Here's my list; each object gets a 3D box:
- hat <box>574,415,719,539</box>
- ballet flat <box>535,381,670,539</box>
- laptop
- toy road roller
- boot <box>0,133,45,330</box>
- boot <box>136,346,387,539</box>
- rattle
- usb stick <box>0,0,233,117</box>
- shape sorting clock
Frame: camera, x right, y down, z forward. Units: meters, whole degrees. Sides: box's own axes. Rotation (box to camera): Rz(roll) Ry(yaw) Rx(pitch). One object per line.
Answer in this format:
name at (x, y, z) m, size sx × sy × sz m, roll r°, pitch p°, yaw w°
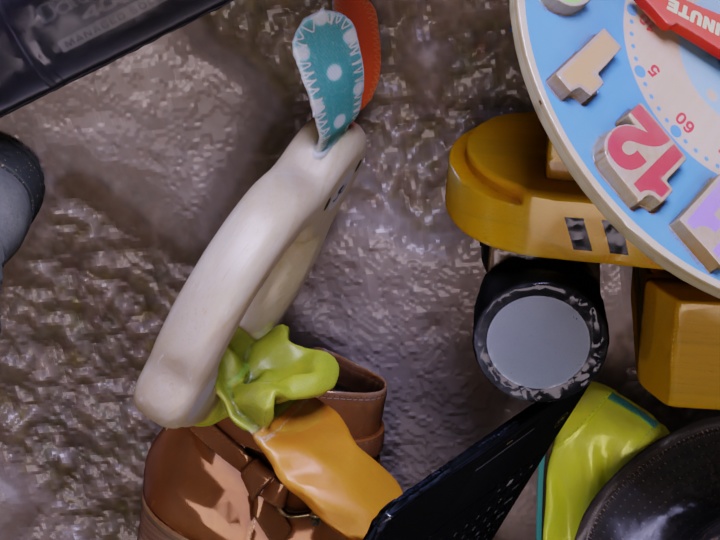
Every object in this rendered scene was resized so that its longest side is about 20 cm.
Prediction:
hat at (0.183, 0.157, 0.822) m, size 0.200 × 0.081 × 0.202 m, roll -1°, pitch 81°, yaw 7°
ballet flat at (0.113, 0.148, 0.931) m, size 0.067 × 0.067 × 0.201 m, roll 17°, pitch 121°, yaw 21°
laptop at (0.052, 0.170, 0.828) m, size 0.103 × 0.177 × 0.200 m, roll 39°, pitch 123°, yaw 17°
toy road roller at (0.135, -0.030, 0.797) m, size 0.199 × 0.123 × 0.147 m, roll 5°, pitch 117°, yaw 4°
boot at (-0.238, -0.036, 0.827) m, size 0.199 × 0.131 × 0.068 m, roll 19°, pitch 120°, yaw -5°
boot at (-0.007, 0.117, 0.929) m, size 0.199 × 0.074 × 0.155 m, roll 16°, pitch 117°, yaw -6°
rattle at (0.000, 0.000, 0.813) m, size 0.143 × 0.130 × 0.200 m, roll 34°, pitch 92°, yaw 23°
usb stick at (-0.106, -0.121, 0.821) m, size 0.199 × 0.033 × 0.056 m, roll -23°, pitch 108°, yaw 19°
shape sorting clock at (0.145, -0.080, 0.730) m, size 0.200 × 0.200 × 0.039 m, roll 32°, pitch 151°, yaw -13°
